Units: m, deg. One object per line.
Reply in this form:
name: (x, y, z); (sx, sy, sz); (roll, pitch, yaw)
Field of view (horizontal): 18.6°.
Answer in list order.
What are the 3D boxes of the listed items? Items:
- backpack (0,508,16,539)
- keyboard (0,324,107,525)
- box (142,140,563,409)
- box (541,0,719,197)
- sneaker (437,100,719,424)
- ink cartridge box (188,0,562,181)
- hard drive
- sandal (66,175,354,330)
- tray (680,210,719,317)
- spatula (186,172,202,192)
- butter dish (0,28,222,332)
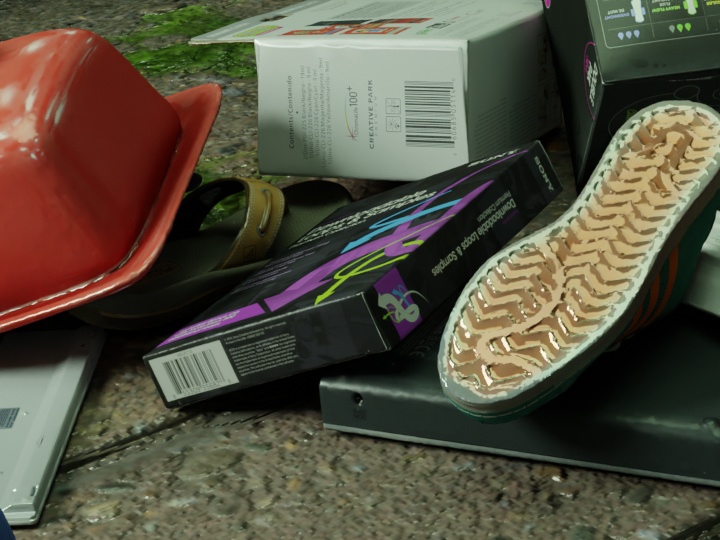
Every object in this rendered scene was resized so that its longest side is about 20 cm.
backpack: (-0.214, 0.128, 0.756); (0.200, 0.183, 0.147); (4, 26, 9)
keyboard: (-0.168, 0.074, 1.085); (0.056, 0.011, 0.200); (-8, 23, 7)
box: (0.000, 0.000, 1.119); (0.143, 0.036, 0.200); (-17, 13, 36)
box: (0.172, -0.166, 1.266); (0.124, 0.149, 0.200); (-8, 67, -3)
sneaker: (0.110, 0.011, 1.020); (0.071, 0.080, 0.200); (29, 58, 29)
ink cartridge box: (0.013, -0.114, 1.334); (0.175, 0.084, 0.200); (4, 14, 21)
hard drive: (0.100, 0.046, 1.054); (0.200, 0.033, 0.140); (6, 26, 26)
sandal: (-0.080, -0.022, 1.218); (0.200, 0.055, 0.082); (-20, 27, -37)
tray: (0.186, -0.006, 1.111); (0.107, 0.022, 0.200); (-3, 12, -21)
spatula: (-0.159, -0.040, 1.280); (0.200, 0.021, 0.057); (-10, 14, 47)
butter dish: (-0.197, -0.063, 1.162); (0.200, 0.148, 0.200); (-18, 30, 22)
